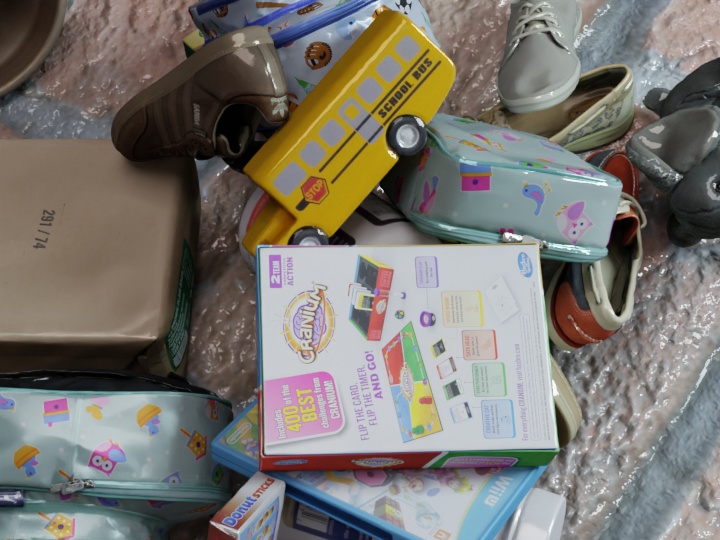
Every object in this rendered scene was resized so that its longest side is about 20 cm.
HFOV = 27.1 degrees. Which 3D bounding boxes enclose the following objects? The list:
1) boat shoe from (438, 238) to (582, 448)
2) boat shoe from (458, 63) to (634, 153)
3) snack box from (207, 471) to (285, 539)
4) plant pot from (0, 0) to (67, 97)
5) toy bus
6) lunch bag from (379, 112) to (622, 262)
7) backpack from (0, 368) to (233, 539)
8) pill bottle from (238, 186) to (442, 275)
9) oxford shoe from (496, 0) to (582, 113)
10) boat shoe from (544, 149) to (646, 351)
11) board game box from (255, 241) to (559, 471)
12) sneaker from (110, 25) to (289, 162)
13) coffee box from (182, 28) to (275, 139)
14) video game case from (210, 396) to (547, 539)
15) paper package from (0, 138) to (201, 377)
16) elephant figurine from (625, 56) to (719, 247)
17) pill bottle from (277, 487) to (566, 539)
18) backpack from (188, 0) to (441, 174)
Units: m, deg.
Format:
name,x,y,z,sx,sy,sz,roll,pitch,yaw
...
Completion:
name,x,y,z,sx,sy,sz,roll,pitch,yaw
boat shoe,0.119,0.047,1.177,0.065,0.072,0.200,-22,65,-31
boat shoe,0.141,-0.124,1.281,0.199,0.063,0.073,-25,60,-8
snack box,-0.087,0.238,1.006,0.024,0.201,0.072,18,26,17
plant pot,-0.395,-0.272,1.375,0.200,0.201,0.175,-35,45,-14
toy bus,-0.016,-0.089,1.085,0.078,0.065,0.200,41,90,-18
lunch bag,0.106,-0.064,1.142,0.160,0.077,0.200,12,15,-16
backpack,-0.190,0.146,1.094,0.199,0.176,0.154,-7,75,3
pill bottle,0.000,0.000,1.162,0.111,0.112,0.200,-37,43,-15
oxford shoe,0.153,-0.198,1.289,0.075,0.058,0.200,-6,35,19
boat shoe,0.197,-0.025,1.192,0.071,0.063,0.200,36,50,-19
board game box,0.028,0.058,1.022,0.199,0.040,0.154,0,68,-6
sneaker,-0.125,-0.111,1.137,0.070,0.200,0.076,-17,81,-39
coffee box,-0.054,-0.175,1.345,0.123,0.044,0.200,-38,62,-16
video game case,0.017,0.124,1.040,0.199,0.018,0.143,22,39,23
paper package,-0.232,-0.005,1.229,0.190,0.104,0.201,-1,58,6
elephant figurine,0.281,-0.080,1.191,0.141,0.155,0.200,36,58,1
pill bottle,0.042,0.175,1.083,0.199,0.111,0.111,15,62,15
backpack,-0.033,-0.184,1.196,0.200,0.154,0.190,-37,25,-22
